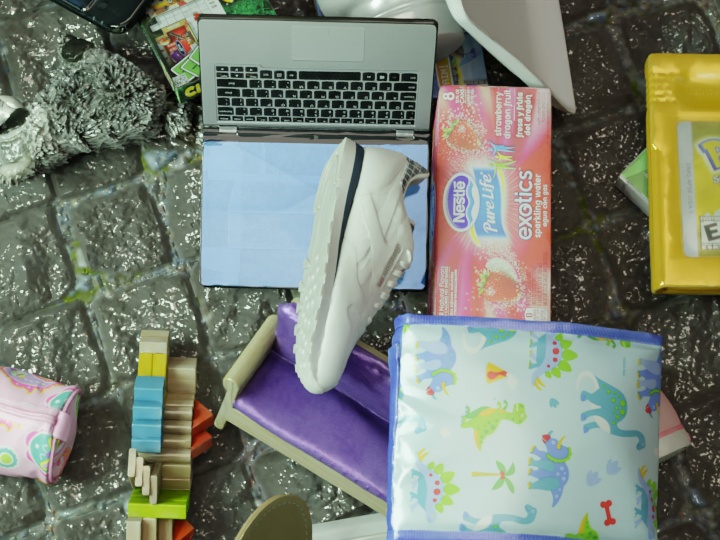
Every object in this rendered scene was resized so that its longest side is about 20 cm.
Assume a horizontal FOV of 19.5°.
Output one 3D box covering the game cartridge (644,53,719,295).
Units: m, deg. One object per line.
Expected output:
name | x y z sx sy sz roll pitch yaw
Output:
game cartridge | 0.322 -0.079 1.710 0.175 0.032 0.202 0 77 -2

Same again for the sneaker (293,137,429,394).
sneaker | 0.000 0.000 1.608 0.080 0.076 0.202 16 78 -17

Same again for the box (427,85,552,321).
box | 0.104 -0.040 1.693 0.095 0.100 0.202 2 76 -1

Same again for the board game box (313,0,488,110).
board game box | 0.027 -0.231 1.772 0.134 0.034 0.202 -7 76 -3

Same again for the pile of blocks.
pile of blocks | -0.148 0.143 1.648 0.062 0.082 0.202 1 75 -1

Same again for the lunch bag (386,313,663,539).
lunch bag | 0.113 0.126 1.550 0.199 0.127 0.171 7 75 -21

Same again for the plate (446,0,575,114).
plate | 0.107 -0.245 1.698 0.032 0.200 0.201 -18 61 25

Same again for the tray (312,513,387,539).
tray | 0.021 0.244 1.658 0.198 0.022 0.108 -9 77 -4

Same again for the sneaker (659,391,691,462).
sneaker | 0.155 0.132 1.663 0.199 0.075 0.105 -22 82 -15

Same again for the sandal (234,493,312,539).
sandal | -0.097 0.270 1.627 0.077 0.069 0.213 8 93 -36

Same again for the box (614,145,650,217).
box | 0.330 -0.094 1.748 0.144 0.036 0.200 44 77 9

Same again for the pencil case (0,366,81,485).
pencil case | -0.321 0.105 1.652 0.199 0.087 0.088 17 76 2

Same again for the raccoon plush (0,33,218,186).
raccoon plush | -0.208 -0.101 1.708 0.199 0.097 0.135 26 84 5

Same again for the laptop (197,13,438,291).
laptop | -0.035 -0.091 1.652 0.186 0.201 0.117 1 52 -1

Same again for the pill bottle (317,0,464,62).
pill bottle | 0.011 -0.265 1.700 0.119 0.120 0.201 -18 79 -6

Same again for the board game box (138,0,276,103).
board game box | -0.140 -0.230 1.737 0.104 0.024 0.201 -23 55 -11

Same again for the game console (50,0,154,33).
game console | -0.232 -0.321 1.718 0.199 0.117 0.176 30 75 27

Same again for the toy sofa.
toy sofa | -0.008 0.117 1.638 0.199 0.098 0.083 31 50 5
